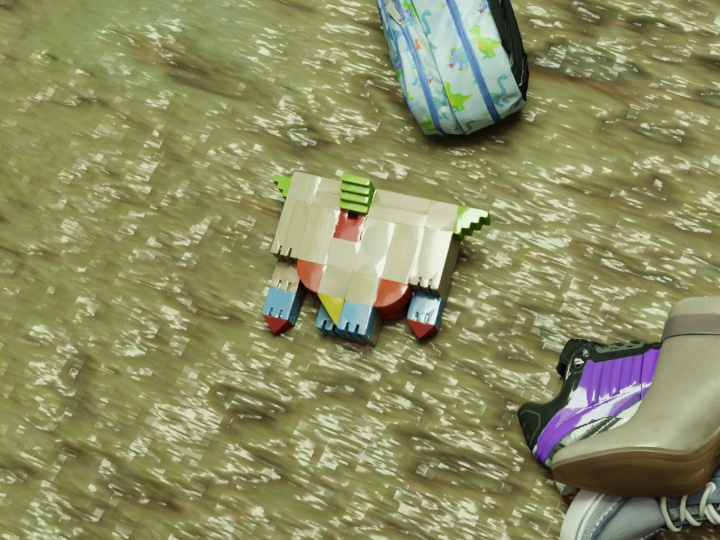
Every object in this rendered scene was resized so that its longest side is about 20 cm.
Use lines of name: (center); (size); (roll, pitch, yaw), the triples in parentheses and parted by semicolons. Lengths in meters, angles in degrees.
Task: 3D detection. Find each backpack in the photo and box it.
backpack: (0.083, -0.221, 1.126); (0.154, 0.163, 0.200); (-33, 72, 0)

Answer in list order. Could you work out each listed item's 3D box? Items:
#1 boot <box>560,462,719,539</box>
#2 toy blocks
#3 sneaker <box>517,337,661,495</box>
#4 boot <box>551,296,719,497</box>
boot: (0.250, 0.166, 0.939); (0.200, 0.073, 0.090); (-38, 37, -11)
toy blocks: (0.000, 0.000, 1.065); (0.200, 0.100, 0.137); (12, 78, 14)
sneaker: (0.212, 0.084, 1.001); (0.200, 0.070, 0.100); (-35, 63, -10)
boot: (0.243, 0.089, 0.922); (0.200, 0.070, 0.146); (-1, 56, 11)
